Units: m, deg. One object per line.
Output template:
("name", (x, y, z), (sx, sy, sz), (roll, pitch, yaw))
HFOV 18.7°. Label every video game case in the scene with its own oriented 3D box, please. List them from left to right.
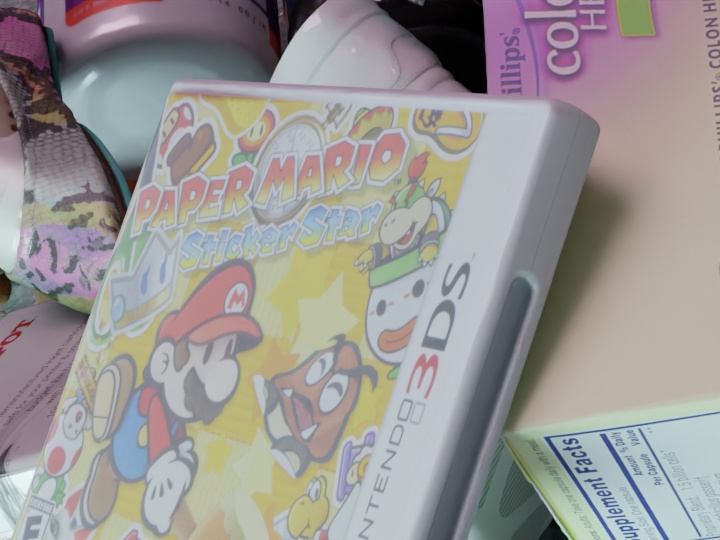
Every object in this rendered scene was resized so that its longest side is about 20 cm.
("video game case", (-0.028, 0.033, 0.642), (0.200, 0.023, 0.183), (9, 78, 55))

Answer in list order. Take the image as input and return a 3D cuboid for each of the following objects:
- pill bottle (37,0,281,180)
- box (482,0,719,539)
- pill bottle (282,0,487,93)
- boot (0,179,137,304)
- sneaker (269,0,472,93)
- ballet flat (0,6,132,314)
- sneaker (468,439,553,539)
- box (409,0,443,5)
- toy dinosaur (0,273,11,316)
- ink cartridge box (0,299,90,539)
("pill bottle", (-0.096, -0.151, 1.031), (0.111, 0.111, 0.201), (-25, 51, 25))
("box", (0.143, -0.027, 0.625), (0.199, 0.097, 0.176), (-11, 59, 16))
("pill bottle", (0.020, -0.120, 0.984), (0.112, 0.112, 0.200), (-31, 32, 16))
("boot", (-0.103, -0.024, 1.044), (0.200, 0.074, 0.155), (28, 42, 30))
("sneaker", (0.000, 0.000, 0.876), (0.074, 0.115, 0.200), (-34, -24, -45))
("ballet flat", (-0.143, -0.047, 0.875), (0.200, 0.071, 0.069), (-119, 40, -50))
("sneaker", (0.092, 0.019, 0.764), (0.115, 0.076, 0.201), (-11, 40, 43))
("box", (0.072, -0.195, 0.860), (0.049, 0.200, 0.162), (29, 113, 20))
("toy dinosaur", (-0.205, 0.001, 1.149), (0.200, 0.061, 0.106), (-28, 14, 5))
("ink cartridge box", (-0.071, 0.061, 0.808), (0.199, 0.083, 0.147), (-16, 23, 30))
